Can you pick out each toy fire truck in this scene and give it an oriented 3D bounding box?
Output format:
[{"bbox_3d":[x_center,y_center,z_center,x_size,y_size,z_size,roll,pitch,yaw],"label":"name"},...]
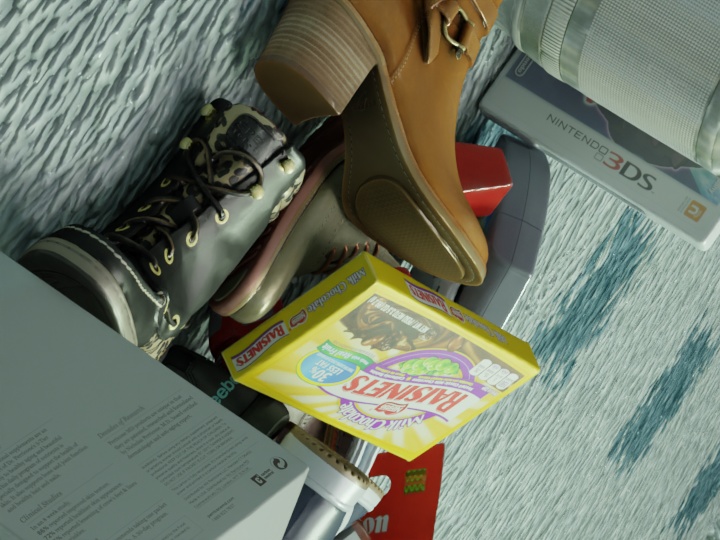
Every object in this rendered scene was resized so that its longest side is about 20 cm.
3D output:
[{"bbox_3d":[0.000,0.000,1.712,0.200,0.141,0.049,-5,160,-19],"label":"toy fire truck"}]

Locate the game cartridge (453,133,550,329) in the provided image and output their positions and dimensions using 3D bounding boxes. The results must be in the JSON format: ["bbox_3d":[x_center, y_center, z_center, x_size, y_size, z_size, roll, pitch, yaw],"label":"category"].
[{"bbox_3d":[0.080,-0.008,1.861,0.133,0.040,0.200,-59,-171,24],"label":"game cartridge"}]

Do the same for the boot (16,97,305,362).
[{"bbox_3d":[-0.098,-0.022,1.461,0.151,0.073,0.200,-52,166,-12],"label":"boot"}]

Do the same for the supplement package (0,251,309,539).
[{"bbox_3d":[-0.161,0.120,1.327,0.152,0.200,0.151,-34,152,-50],"label":"supplement package"}]

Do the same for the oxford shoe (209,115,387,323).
[{"bbox_3d":[-0.016,-0.026,1.602,0.071,0.074,0.200,-32,-165,45],"label":"oxford shoe"}]

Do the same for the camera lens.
[{"bbox_3d":[0.200,-0.166,1.794,0.160,0.200,0.160,-49,160,-24],"label":"camera lens"}]

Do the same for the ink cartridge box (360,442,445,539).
[{"bbox_3d":[-0.027,0.209,1.869,0.050,0.162,0.200,25,64,-40],"label":"ink cartridge box"}]

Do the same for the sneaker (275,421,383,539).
[{"bbox_3d":[-0.045,0.148,1.638,0.109,0.070,0.200,-54,175,-3],"label":"sneaker"}]

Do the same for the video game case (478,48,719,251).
[{"bbox_3d":[0.206,-0.140,1.883,0.200,0.182,0.023,-55,161,-7],"label":"video game case"}]

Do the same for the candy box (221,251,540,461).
[{"bbox_3d":[0.015,0.052,1.625,0.102,0.026,0.200,-34,150,18],"label":"candy box"}]

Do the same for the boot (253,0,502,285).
[{"bbox_3d":[0.037,-0.104,1.570,0.077,0.200,0.155,-6,-138,51],"label":"boot"}]

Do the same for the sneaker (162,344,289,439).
[{"bbox_3d":[-0.105,0.101,1.669,0.075,0.079,0.200,-51,-179,-34],"label":"sneaker"}]

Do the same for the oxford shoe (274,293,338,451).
[{"bbox_3d":[-0.051,0.085,1.816,0.073,0.071,0.200,1,128,-37],"label":"oxford shoe"}]

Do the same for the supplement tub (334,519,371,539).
[{"bbox_3d":[-0.073,0.204,1.692,0.200,0.107,0.107,-30,148,-61],"label":"supplement tub"}]

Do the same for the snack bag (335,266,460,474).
[{"bbox_3d":[0.024,0.044,1.867,0.200,0.021,0.189,-64,-174,10],"label":"snack bag"}]
